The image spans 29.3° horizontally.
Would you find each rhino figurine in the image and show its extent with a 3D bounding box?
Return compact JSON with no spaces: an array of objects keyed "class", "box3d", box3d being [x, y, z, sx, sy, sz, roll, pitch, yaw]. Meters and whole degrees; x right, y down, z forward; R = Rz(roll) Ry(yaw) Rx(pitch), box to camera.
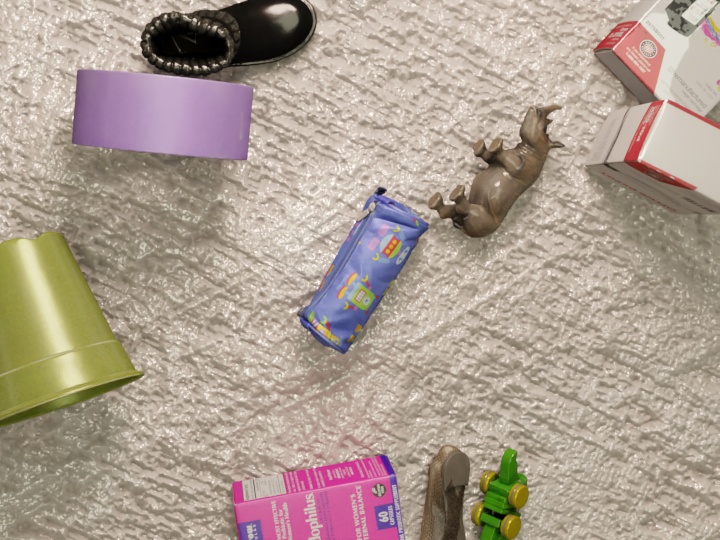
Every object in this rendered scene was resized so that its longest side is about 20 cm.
[{"class":"rhino figurine","box3d":[0.178,-0.125,1.675,0.087,0.060,0.200,41,89,-28]}]

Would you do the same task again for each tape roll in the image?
[{"class":"tape roll","box3d":[-0.222,-0.175,1.551,0.199,0.200,0.086,6,96,-8]}]

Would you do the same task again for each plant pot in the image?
[{"class":"plant pot","box3d":[-0.372,0.064,1.579,0.199,0.200,0.191,-19,85,-5]}]

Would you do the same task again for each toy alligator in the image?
[{"class":"toy alligator","box3d":[0.175,0.321,1.726,0.054,0.059,0.201,9,96,-48]}]

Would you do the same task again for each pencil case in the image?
[{"class":"pencil case","box3d":[0.000,0.000,1.656,0.087,0.078,0.201,32,91,-38]}]

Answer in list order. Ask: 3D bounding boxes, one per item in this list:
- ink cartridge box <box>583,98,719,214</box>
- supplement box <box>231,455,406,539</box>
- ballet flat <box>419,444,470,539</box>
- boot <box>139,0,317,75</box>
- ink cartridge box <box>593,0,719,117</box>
[{"class":"ink cartridge box","box3d":[0.371,-0.131,1.630,0.146,0.200,0.083,25,89,-9]},{"class":"supplement box","box3d":[-0.051,0.300,1.670,0.199,0.103,0.102,-10,98,-4]},{"class":"ballet flat","box3d":[0.098,0.315,1.721,0.067,0.046,0.201,-3,103,-38]},{"class":"boot","box3d":[-0.146,-0.269,1.572,0.210,0.158,0.080,-16,97,-5]},{"class":"ink cartridge box","box3d":[0.409,-0.290,1.677,0.146,0.083,0.200,43,90,-9]}]
